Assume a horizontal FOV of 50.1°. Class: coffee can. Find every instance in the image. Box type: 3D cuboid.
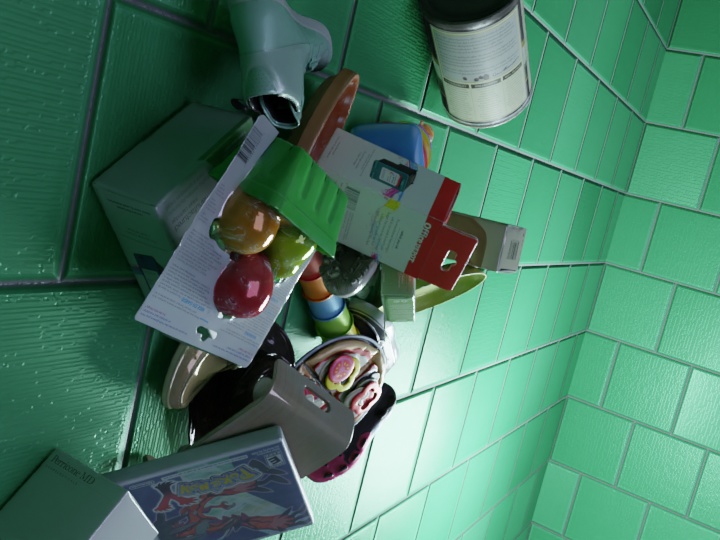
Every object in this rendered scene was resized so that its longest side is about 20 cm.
[{"bbox_3d":[0.174,-0.333,1.135,0.147,0.145,0.201,-58,150,-23],"label":"coffee can"}]

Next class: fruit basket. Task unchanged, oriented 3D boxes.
[{"bbox_3d":[-0.105,-0.020,0.715,0.201,0.093,0.185,-55,150,-2],"label":"fruit basket"}]

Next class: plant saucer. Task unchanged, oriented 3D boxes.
[{"bbox_3d":[-0.058,-0.135,0.873,0.202,0.032,0.200,-63,179,-1],"label":"plant saucer"},{"bbox_3d":[0.101,0.031,1.216,0.199,0.198,0.031,5,61,-62],"label":"plant saucer"}]

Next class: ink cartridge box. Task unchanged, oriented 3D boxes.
[{"bbox_3d":[-0.156,-0.039,0.769,0.146,0.087,0.202,-51,147,-35],"label":"ink cartridge box"},{"bbox_3d":[0.051,0.001,1.048,0.200,0.047,0.148,79,12,-67],"label":"ink cartridge box"},{"bbox_3d":[0.040,-0.067,0.897,0.117,0.198,0.068,110,6,-56],"label":"ink cartridge box"}]

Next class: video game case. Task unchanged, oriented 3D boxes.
[{"bbox_3d":[-0.163,0.257,0.855,0.197,0.023,0.184,-15,134,-3],"label":"video game case"}]

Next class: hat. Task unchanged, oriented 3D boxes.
[{"bbox_3d":[-0.119,0.161,0.934,0.200,0.080,0.204,-21,117,-49],"label":"hat"}]

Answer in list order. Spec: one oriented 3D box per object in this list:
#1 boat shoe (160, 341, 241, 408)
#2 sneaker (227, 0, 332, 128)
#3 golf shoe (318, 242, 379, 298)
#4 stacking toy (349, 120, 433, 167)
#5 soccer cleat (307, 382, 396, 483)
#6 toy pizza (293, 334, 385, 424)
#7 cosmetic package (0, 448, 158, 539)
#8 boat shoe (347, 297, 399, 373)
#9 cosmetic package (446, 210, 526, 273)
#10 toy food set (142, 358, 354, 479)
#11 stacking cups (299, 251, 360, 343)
[{"bbox_3d":[-0.147,0.075,0.858,0.201,0.064,0.072,-57,170,-32],"label":"boat shoe"},{"bbox_3d":[-0.077,-0.197,0.781,0.200,0.073,0.120,-5,90,-73],"label":"sneaker"},{"bbox_3d":[0.000,0.000,1.003,0.201,0.077,0.099,-71,150,-63],"label":"golf shoe"},{"bbox_3d":[0.064,-0.173,1.096,0.200,0.108,0.118,-49,136,-57],"label":"stacking toy"},{"bbox_3d":[-0.016,0.261,1.224,0.200,0.070,0.086,-43,175,-24],"label":"soccer cleat"},{"bbox_3d":[-0.040,0.180,1.091,0.198,0.032,0.202,-23,133,-27],"label":"toy pizza"},{"bbox_3d":[-0.291,0.277,0.686,0.201,0.106,0.085,-55,147,-32],"label":"cosmetic package"},{"bbox_3d":[0.012,0.116,1.196,0.067,0.069,0.201,-61,158,-23],"label":"boat shoe"},{"bbox_3d":[0.142,-0.054,1.181,0.105,0.198,0.072,2,102,-60],"label":"cosmetic package"},{"bbox_3d":[-0.122,0.190,0.866,0.199,0.061,0.143,-35,132,15],"label":"toy food set"},{"bbox_3d":[-0.050,0.033,1.045,0.061,0.060,0.201,-53,143,-32],"label":"stacking cups"}]
